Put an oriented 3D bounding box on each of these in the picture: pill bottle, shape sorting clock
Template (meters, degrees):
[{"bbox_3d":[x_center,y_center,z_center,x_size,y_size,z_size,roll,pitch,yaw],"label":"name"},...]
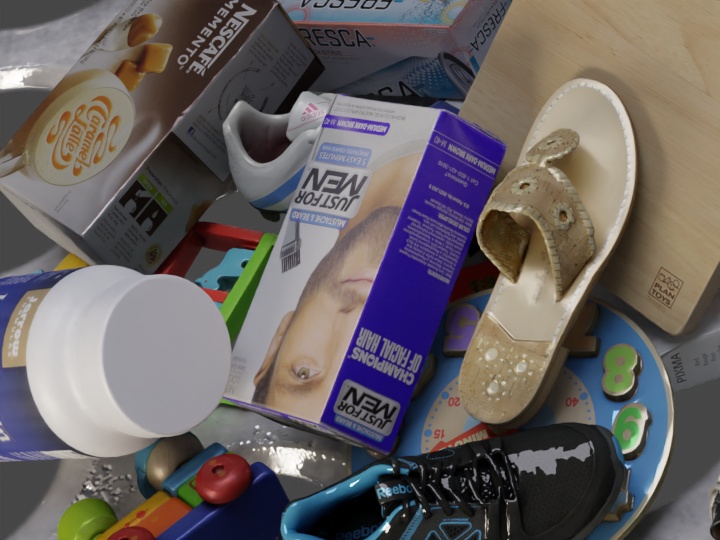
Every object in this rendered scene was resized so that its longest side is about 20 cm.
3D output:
[{"bbox_3d":[-0.173,0.056,1.720,0.200,0.116,0.116,-7,39,50],"label":"pill bottle"},{"bbox_3d":[0.086,0.095,1.667,0.200,0.039,0.200,-9,62,17],"label":"shape sorting clock"}]

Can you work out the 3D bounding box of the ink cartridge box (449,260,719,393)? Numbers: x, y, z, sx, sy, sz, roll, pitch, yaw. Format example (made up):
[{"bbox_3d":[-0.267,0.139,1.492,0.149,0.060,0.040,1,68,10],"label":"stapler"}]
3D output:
[{"bbox_3d":[0.156,0.009,1.743,0.200,0.050,0.162,-16,44,0],"label":"ink cartridge box"}]

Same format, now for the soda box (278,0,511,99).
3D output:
[{"bbox_3d":[0.009,-0.162,1.923,0.200,0.068,0.064,6,49,40],"label":"soda box"}]

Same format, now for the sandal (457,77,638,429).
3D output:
[{"bbox_3d":[0.099,-0.016,1.626,0.078,0.070,0.212,15,84,28],"label":"sandal"}]

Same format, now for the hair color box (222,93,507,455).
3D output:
[{"bbox_3d":[0.000,0.000,1.699,0.109,0.065,0.200,11,79,52],"label":"hair color box"}]

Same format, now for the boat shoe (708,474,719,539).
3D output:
[{"bbox_3d":[0.223,0.140,1.580,0.060,0.074,0.200,-14,53,0],"label":"boat shoe"}]

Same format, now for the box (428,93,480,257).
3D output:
[{"bbox_3d":[0.082,-0.078,1.856,0.200,0.032,0.121,-36,39,-17],"label":"box"}]

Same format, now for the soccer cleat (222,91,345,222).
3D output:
[{"bbox_3d":[0.002,-0.074,1.798,0.200,0.086,0.070,-2,42,26],"label":"soccer cleat"}]

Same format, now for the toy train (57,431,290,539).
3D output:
[{"bbox_3d":[-0.145,0.174,1.676,0.200,0.085,0.116,-37,36,-16],"label":"toy train"}]

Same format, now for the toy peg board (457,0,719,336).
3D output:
[{"bbox_3d":[0.182,-0.099,1.699,0.200,0.199,0.098,38,24,29],"label":"toy peg board"}]

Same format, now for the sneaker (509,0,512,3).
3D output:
[{"bbox_3d":[0.095,-0.236,1.969,0.077,0.080,0.200,-25,30,-5],"label":"sneaker"}]

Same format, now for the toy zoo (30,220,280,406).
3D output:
[{"bbox_3d":[-0.132,0.020,1.856,0.200,0.020,0.131,10,52,28],"label":"toy zoo"}]

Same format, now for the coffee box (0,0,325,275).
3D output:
[{"bbox_3d":[-0.134,-0.099,1.870,0.114,0.080,0.200,33,78,39],"label":"coffee box"}]

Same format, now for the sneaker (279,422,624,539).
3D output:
[{"bbox_3d":[0.051,0.134,1.594,0.200,0.082,0.073,-22,62,14],"label":"sneaker"}]
